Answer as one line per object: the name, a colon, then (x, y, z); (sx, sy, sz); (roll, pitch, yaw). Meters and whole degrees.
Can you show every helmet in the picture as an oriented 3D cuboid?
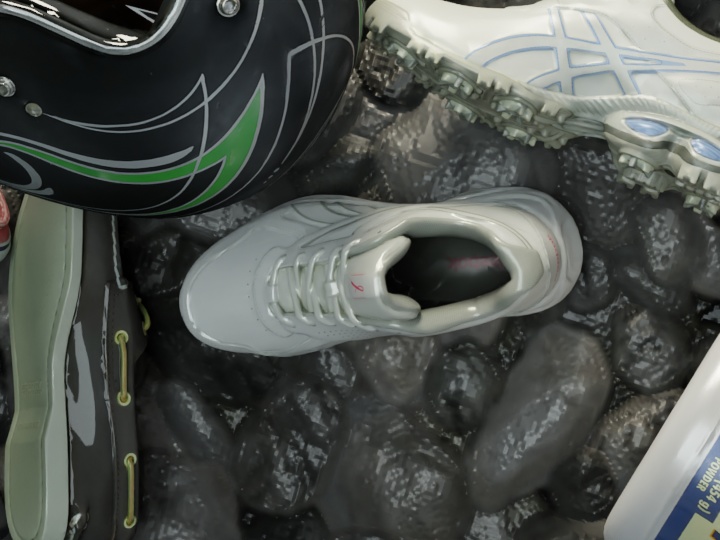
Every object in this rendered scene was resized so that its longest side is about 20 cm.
helmet: (-0.091, -0.120, 1.019); (0.190, 0.200, 0.201); (-2, 96, 4)

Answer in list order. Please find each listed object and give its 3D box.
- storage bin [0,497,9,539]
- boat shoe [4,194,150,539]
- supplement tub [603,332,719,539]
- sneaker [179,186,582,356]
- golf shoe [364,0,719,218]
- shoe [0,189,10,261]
storage bin: (-0.277, 0.095, 1.130); (0.134, 0.146, 0.200); (-27, 89, 6)
boat shoe: (-0.139, 0.040, 1.121); (0.072, 0.060, 0.202); (1, 88, 59)
supplement tub: (0.225, 0.114, 0.986); (0.200, 0.145, 0.145); (32, 103, 10)
sneaker: (0.000, 0.000, 1.057); (0.200, 0.099, 0.078); (-11, 93, 16)
golf shoe: (0.102, -0.103, 1.044); (0.200, 0.078, 0.097); (22, 84, 6)
shoe: (-0.223, -0.100, 1.119); (0.091, 0.071, 0.200); (-41, 80, 21)
